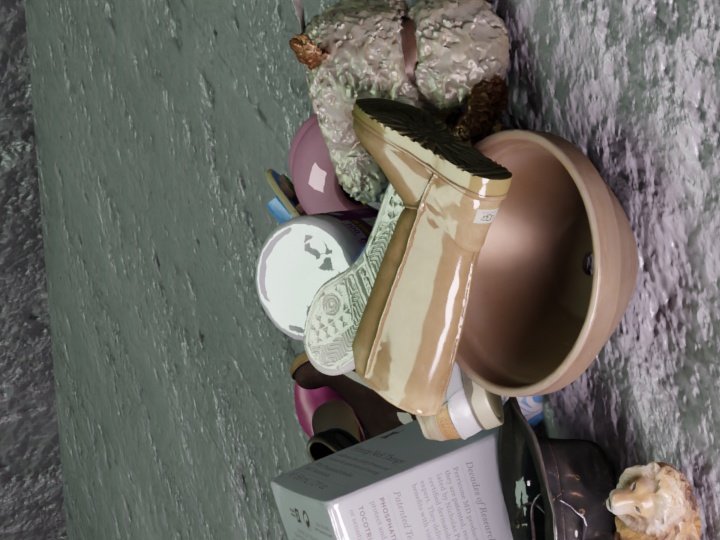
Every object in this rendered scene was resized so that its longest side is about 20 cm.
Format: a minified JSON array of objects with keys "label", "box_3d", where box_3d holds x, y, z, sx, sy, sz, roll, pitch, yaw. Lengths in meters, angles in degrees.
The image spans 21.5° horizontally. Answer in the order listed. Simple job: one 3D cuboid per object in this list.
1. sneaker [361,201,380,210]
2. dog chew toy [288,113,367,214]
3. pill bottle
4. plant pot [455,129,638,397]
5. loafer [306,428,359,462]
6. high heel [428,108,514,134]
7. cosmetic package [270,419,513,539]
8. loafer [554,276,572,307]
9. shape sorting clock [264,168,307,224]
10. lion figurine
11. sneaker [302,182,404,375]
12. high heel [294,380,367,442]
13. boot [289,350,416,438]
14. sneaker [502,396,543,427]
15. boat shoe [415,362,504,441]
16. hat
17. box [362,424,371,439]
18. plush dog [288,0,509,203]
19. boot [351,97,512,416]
[{"label":"sneaker","box_3d":[0.012,-0.148,1.736,0.076,0.075,0.201,59,-157,-60]},{"label":"dog chew toy","box_3d":[-0.016,-0.107,1.875,0.200,0.123,0.126,-137,39,-71]},{"label":"pill bottle","box_3d":[0.000,0.000,1.721,0.111,0.200,0.113,3,97,29]},{"label":"plant pot","box_3d":[0.147,-0.005,1.453,0.200,0.092,0.203,-4,85,54]},{"label":"loafer","box_3d":[0.015,0.244,1.947,0.200,0.072,0.063,44,-171,16]},{"label":"high heel","box_3d":[0.095,-0.148,1.657,0.142,0.071,0.201,-30,52,41]},{"label":"cosmetic package","box_3d":[0.053,0.239,1.717,0.167,0.199,0.168,3,112,68]},{"label":"loafer","box_3d":[0.130,0.002,1.591,0.200,0.062,0.072,-134,37,-57]},{"label":"shape sorting clock","box_3d":[-0.028,-0.028,1.938,0.200,0.039,0.200,48,-171,-10]},{"label":"lion figurine","box_3d":[0.239,0.244,1.438,0.122,0.072,0.201,-32,84,56]},{"label":"sneaker","box_3d":[0.035,0.002,1.585,0.077,0.111,0.201,37,110,27]},{"label":"high heel","box_3d":[-0.017,0.188,2.013,0.096,0.067,0.202,-171,66,-75]},{"label":"boot","box_3d":[0.011,0.147,1.930,0.199,0.072,0.168,-22,80,46]},{"label":"sneaker","box_3d":[0.109,0.078,1.702,0.073,0.072,0.200,52,-174,-33]},{"label":"boat shoe","box_3d":[0.073,0.063,1.617,0.201,0.068,0.075,-92,-23,-53]},{"label":"hat","box_3d":[0.169,0.190,1.550,0.201,0.080,0.202,172,90,-86]},{"label":"box","box_3d":[0.024,0.139,2.023,0.121,0.032,0.201,119,134,-62]},{"label":"plush dog","box_3d":[0.041,-0.178,1.587,0.161,0.170,0.202,55,-155,-64]},{"label":"boot","box_3d":[0.028,-0.015,1.484,0.175,0.066,0.201,41,122,44]}]
